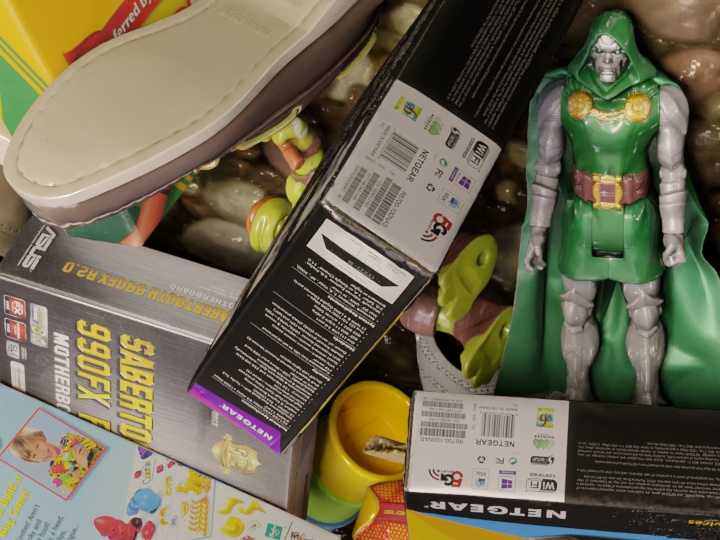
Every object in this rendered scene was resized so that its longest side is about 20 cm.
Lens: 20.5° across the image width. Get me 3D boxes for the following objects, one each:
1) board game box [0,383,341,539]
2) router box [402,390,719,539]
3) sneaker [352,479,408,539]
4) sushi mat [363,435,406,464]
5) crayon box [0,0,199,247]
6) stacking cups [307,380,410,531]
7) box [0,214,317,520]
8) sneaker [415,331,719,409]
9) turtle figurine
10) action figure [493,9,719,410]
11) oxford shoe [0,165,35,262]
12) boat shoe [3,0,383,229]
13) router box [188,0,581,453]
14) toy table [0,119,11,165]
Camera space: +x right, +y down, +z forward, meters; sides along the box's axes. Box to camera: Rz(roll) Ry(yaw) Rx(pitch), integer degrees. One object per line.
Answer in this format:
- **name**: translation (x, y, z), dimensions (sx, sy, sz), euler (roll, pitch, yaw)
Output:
- **board game box**: translation (-0.127, 0.156, 0.986), dimensions (0.199, 0.105, 0.103), euler (24, 139, 1)
- **router box**: translation (0.122, 0.109, 0.896), dimensions (0.199, 0.051, 0.149), euler (3, 155, 6)
- **sneaker**: translation (0.049, 0.159, 1.106), dimensions (0.077, 0.073, 0.200), euler (10, 155, 23)
- **sushi mat**: translation (0.104, 0.116, 1.014), dimensions (0.199, 0.012, 0.096), euler (20, 170, -24)
- **crayon box**: translation (-0.115, -0.125, 0.839), dimensions (0.051, 0.127, 0.201), euler (9, 141, 35)
- **stacking cups**: translation (-0.027, 0.134, 1.145), dimensions (0.060, 0.061, 0.200), euler (30, 142, -6)
- **box**: translation (-0.102, 0.077, 1.008), dimensions (0.158, 0.048, 0.201), euler (18, 137, 9)
- **sneaker**: translation (0.110, 0.054, 0.966), dimensions (0.199, 0.075, 0.082), euler (-1, 135, 30)
- **turtle figurine**: translation (0.000, 0.000, 0.969), dimensions (0.161, 0.064, 0.201), euler (23, 135, 34)
- **action figure**: translation (0.110, -0.019, 0.873), dimensions (0.117, 0.055, 0.201), euler (1, 117, 11)
- **oxford shoe**: translation (-0.192, -0.013, 1.029), dimensions (0.070, 0.075, 0.200), euler (18, 161, 8)
- **boat shoe**: translation (-0.061, -0.075, 0.821), dimensions (0.072, 0.200, 0.060), euler (32, 149, 27)
- **router box**: translation (0.016, -0.043, 0.795), dimensions (0.051, 0.200, 0.149), euler (33, 142, -5)
- **toy table**: translation (-0.206, -0.132, 0.896), dimensions (0.199, 0.117, 0.184), euler (23, 142, 2)
